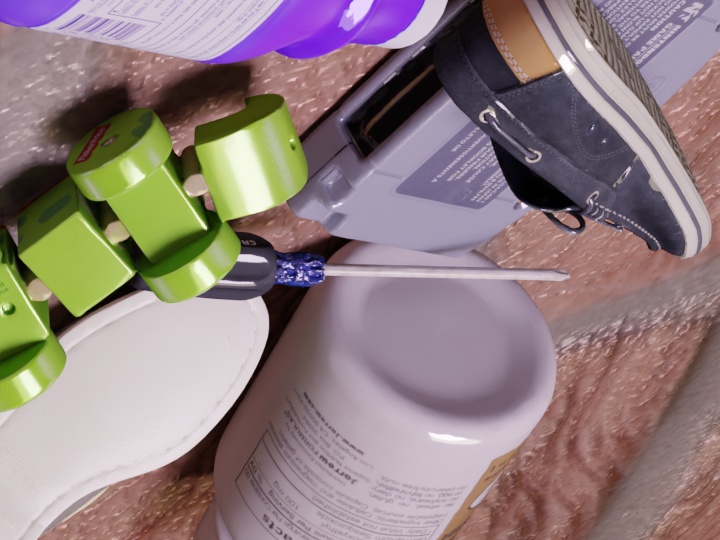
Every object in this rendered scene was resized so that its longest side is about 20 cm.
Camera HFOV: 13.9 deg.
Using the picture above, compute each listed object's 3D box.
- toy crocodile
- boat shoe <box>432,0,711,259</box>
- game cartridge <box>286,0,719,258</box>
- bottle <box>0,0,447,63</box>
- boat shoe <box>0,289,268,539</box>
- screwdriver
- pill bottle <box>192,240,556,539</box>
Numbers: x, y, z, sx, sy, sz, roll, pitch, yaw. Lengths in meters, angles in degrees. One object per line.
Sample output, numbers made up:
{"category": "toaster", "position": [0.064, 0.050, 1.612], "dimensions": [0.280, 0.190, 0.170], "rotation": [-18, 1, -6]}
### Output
{"category": "toy crocodile", "position": [-0.111, -0.007, 1.109], "dimensions": [0.200, 0.062, 0.068], "rotation": [-31, 116, 7]}
{"category": "boat shoe", "position": [0.083, -0.053, 1.133], "dimensions": [0.062, 0.075, 0.200], "rotation": [-30, 151, 11]}
{"category": "game cartridge", "position": [0.075, -0.081, 1.194], "dimensions": [0.200, 0.041, 0.133], "rotation": [-42, 149, 24]}
{"category": "bottle", "position": [-0.047, -0.109, 0.976], "dimensions": [0.084, 0.065, 0.200], "rotation": [-43, 152, 28]}
{"category": "boat shoe", "position": [-0.127, 0.067, 1.223], "dimensions": [0.202, 0.072, 0.060], "rotation": [-40, -164, -7]}
{"category": "screwdriver", "position": [0.000, 0.000, 1.216], "dimensions": [0.200, 0.028, 0.029], "rotation": [2, -176, -21]}
{"category": "pill bottle", "position": [-0.002, 0.083, 1.322], "dimensions": [0.114, 0.114, 0.200], "rotation": [-12, 150, -34]}
